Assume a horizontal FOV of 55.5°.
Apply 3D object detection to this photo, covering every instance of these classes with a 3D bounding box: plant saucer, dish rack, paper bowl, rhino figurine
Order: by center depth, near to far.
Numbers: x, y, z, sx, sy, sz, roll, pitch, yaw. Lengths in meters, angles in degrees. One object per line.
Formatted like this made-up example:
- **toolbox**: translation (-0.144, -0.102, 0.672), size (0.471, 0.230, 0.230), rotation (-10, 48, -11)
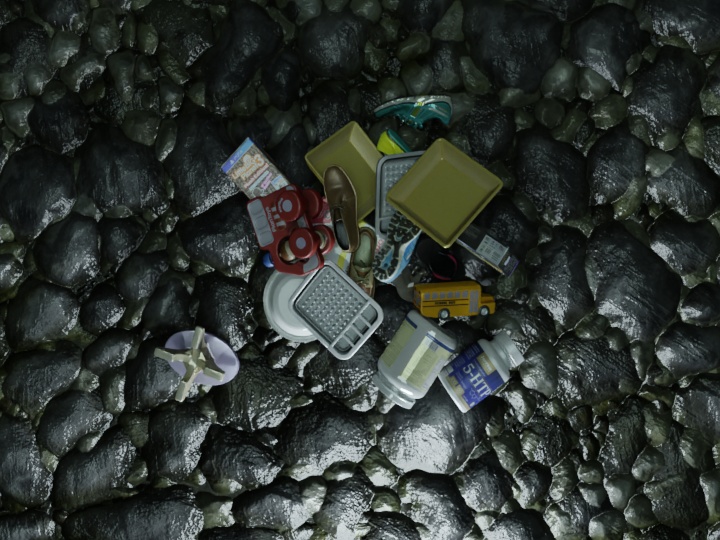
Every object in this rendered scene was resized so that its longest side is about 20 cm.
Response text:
- **plant saucer**: translation (0.189, -0.169, 1.548), size (0.199, 0.049, 0.200), rotation (40, 81, 25)
- **dish rack**: translation (-0.055, 0.087, 1.601), size (0.199, 0.044, 0.172), rotation (42, 113, 0)
- **dish rack**: translation (0.104, -0.185, 1.630), size (0.167, 0.043, 0.206), rotation (-10, 116, -23)
- **plant saucer**: translation (-0.022, -0.233, 1.661), size (0.201, 0.048, 0.199), rotation (51, 54, -3)
- **paper bowl**: translation (-0.144, 0.073, 1.696), size (0.194, 0.104, 0.208), rotation (0, 94, 3)
- **rhino figurine**: translation (0.121, 0.024, 1.702), size (0.087, 0.060, 0.201), rotation (-41, 105, -8)

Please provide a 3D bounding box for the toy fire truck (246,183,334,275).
- **toy fire truck**: translation (-0.161, -0.086, 1.533), size (0.164, 0.112, 0.206), rotation (-20, 89, 26)

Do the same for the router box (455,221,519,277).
- **router box**: translation (0.271, -0.070, 1.611), size (0.198, 0.157, 0.053), rotation (37, 94, 23)

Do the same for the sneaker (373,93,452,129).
- **sneaker**: translation (0.128, -0.386, 1.674), size (0.193, 0.078, 0.082), rotation (-2, 102, 2)

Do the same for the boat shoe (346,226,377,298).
- **boat shoe**: translation (0.000, 0.000, 1.617), size (0.073, 0.074, 0.207), rotation (2, 95, 2)

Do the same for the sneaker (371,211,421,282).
- **sneaker**: translation (0.094, -0.061, 1.622), size (0.077, 0.090, 0.203), rotation (30, 83, 20)

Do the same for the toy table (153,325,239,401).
- **toy table**: translation (-0.409, 0.224, 1.709), size (0.193, 0.117, 0.190), rotation (7, 94, 3)

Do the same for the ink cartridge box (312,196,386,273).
- **ink cartridge box**: translation (-0.039, -0.069, 1.692), size (0.197, 0.083, 0.148), rotation (31, 95, -1)

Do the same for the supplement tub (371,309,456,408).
- **supplement tub**: translation (0.129, 0.217, 1.674), size (0.143, 0.145, 0.203), rotation (34, 94, 0)

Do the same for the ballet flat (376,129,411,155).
- **ballet flat**: translation (0.120, -0.261, 1.689), size (0.199, 0.067, 0.067), rotation (41, 115, -5)

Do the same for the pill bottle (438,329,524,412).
- **pill bottle**: translation (0.298, 0.241, 1.683), size (0.198, 0.120, 0.121), rotation (-38, 92, 4)

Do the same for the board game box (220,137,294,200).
- **board game box**: translation (-0.221, -0.204, 1.653), size (0.097, 0.159, 0.200), rotation (-43, 92, 3)

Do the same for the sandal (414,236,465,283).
- **sandal**: translation (0.197, -0.013, 1.651), size (0.076, 0.199, 0.045), rotation (-51, 46, 4)

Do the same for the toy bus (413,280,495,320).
- **toy bus**: translation (0.230, 0.072, 1.676), size (0.193, 0.065, 0.081), rotation (-3, 103, -13)

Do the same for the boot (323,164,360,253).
- **boot**: translation (-0.044, -0.141, 1.548), size (0.071, 0.075, 0.207), rotation (-13, 90, 13)
